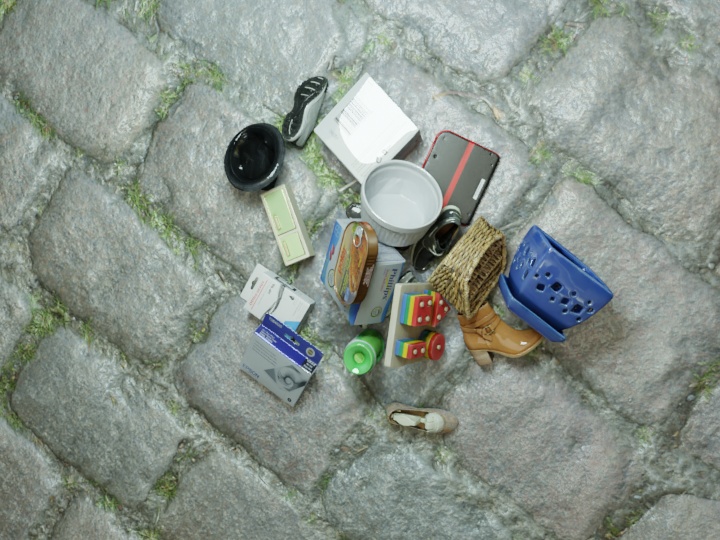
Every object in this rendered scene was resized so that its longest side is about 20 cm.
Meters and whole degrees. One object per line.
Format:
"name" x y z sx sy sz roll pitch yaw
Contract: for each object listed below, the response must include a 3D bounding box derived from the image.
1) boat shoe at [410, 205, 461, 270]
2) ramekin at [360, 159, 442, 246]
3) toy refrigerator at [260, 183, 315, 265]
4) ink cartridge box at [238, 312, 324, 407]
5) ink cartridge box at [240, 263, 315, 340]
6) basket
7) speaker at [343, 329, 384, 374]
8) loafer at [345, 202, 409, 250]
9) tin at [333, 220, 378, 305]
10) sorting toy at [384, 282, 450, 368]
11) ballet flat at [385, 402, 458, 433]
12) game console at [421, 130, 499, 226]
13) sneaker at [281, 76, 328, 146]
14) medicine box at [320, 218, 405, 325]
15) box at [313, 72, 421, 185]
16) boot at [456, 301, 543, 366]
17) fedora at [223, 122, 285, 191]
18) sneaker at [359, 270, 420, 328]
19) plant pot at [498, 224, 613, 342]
"boat shoe" 0.188 -0.070 1.491 0.070 0.068 0.201 17 128 -22
"ramekin" 0.089 -0.154 1.419 0.195 0.106 0.204 6 58 -9
"toy refrigerator" -0.196 -0.122 1.589 0.074 0.070 0.204 -19 91 10
"ink cartridge box" -0.217 0.245 1.594 0.198 0.041 0.202 34 123 7
"ink cartridge box" -0.237 0.083 1.611 0.198 0.068 0.117 33 99 7
"basket" 0.284 -0.012 1.434 0.149 0.143 0.200 42 60 5
"speaker" 0.011 0.206 1.507 0.086 0.200 0.091 1 94 10
"loafer" 0.046 -0.120 1.543 0.197 0.072 0.074 28 99 8
"tin" -0.012 -0.016 1.357 0.112 0.041 0.204 44 128 43
"sorting toy" 0.154 0.137 1.472 0.068 0.197 0.205 12 97 37
"ballet flat" 0.160 0.399 1.561 0.195 0.067 0.070 6 95 10
"game console" 0.242 -0.242 1.525 0.174 0.031 0.204 25 99 2
"sneaker" -0.142 -0.423 1.564 0.073 0.079 0.203 22 82 26
"medicine box" 0.000 0.000 1.468 0.201 0.101 0.185 52 134 44
"box" 0.022 -0.347 1.502 0.199 0.131 0.200 -44 86 10
"boot" 0.351 0.144 1.491 0.196 0.074 0.157 -23 103 15
"fedora" -0.266 -0.286 1.565 0.196 0.092 0.206 -7 68 17
"sneaker" 0.093 0.109 1.549 0.200 0.076 0.116 -43 84 8
"plant pot" 0.448 0.039 1.409 0.198 0.201 0.181 35 107 -8
